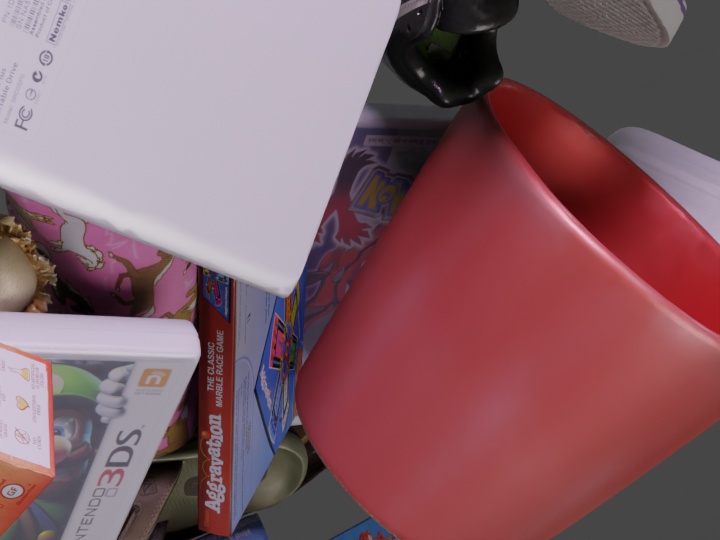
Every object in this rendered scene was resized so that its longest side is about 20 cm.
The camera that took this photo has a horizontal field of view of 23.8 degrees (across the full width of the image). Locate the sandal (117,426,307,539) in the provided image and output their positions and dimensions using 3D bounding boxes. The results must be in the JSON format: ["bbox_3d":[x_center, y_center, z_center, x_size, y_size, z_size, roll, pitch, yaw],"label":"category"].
[{"bbox_3d":[-0.112,0.122,0.835,0.200,0.057,0.080,-13,143,-23],"label":"sandal"}]

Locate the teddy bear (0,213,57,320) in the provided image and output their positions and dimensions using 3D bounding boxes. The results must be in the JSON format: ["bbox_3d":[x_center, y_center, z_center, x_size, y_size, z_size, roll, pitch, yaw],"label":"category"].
[{"bbox_3d":[-0.210,0.030,0.683,0.144,0.067,0.200,9,133,-28],"label":"teddy bear"}]

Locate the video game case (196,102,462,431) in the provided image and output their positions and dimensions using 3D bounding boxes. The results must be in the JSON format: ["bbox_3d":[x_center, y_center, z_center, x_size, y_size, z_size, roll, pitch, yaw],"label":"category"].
[{"bbox_3d":[0.000,0.000,0.876,0.199,0.023,0.183,-2,122,-38],"label":"video game case"}]

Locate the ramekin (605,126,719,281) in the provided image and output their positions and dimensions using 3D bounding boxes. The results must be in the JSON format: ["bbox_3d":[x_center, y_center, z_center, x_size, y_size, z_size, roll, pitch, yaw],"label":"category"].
[{"bbox_3d":[0.152,0.014,0.988,0.201,0.097,0.201,-55,167,-20],"label":"ramekin"}]

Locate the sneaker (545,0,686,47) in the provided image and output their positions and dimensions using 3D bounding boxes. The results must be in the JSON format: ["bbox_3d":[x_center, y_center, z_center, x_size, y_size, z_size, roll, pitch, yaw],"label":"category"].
[{"bbox_3d":[0.134,-0.177,0.792,0.200,0.072,0.115,49,64,-78],"label":"sneaker"}]

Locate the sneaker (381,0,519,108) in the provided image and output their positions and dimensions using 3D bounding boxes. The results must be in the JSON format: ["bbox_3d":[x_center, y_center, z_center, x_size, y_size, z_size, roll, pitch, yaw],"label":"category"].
[{"bbox_3d":[0.038,-0.145,0.709,0.074,0.088,0.200,-25,148,-22],"label":"sneaker"}]

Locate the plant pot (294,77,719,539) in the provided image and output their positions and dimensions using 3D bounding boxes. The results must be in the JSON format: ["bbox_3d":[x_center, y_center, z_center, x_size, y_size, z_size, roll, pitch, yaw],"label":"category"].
[{"bbox_3d":[0.075,0.035,0.820,0.177,0.201,0.200,-48,150,19],"label":"plant pot"}]

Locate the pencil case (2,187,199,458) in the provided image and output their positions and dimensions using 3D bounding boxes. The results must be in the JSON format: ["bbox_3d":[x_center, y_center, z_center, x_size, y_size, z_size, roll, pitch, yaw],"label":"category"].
[{"bbox_3d":[-0.113,0.006,0.743,0.082,0.087,0.201,-13,142,-13],"label":"pencil case"}]

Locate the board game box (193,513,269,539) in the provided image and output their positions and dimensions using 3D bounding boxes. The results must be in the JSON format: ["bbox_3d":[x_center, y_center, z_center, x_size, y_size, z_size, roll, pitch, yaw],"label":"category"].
[{"bbox_3d":[-0.145,0.202,0.975,0.151,0.037,0.200,-22,169,-26],"label":"board game box"}]

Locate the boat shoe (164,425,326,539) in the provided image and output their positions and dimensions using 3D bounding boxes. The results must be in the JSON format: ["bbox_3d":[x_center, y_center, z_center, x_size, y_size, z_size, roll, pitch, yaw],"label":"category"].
[{"bbox_3d":[-0.049,0.098,0.970,0.199,0.070,0.070,-31,145,-13],"label":"boat shoe"}]

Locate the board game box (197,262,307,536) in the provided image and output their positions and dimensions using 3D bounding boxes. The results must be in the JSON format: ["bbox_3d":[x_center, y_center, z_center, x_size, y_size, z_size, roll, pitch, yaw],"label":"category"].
[{"bbox_3d":[-0.047,0.013,0.775,0.103,0.019,0.201,-59,158,-52],"label":"board game box"}]

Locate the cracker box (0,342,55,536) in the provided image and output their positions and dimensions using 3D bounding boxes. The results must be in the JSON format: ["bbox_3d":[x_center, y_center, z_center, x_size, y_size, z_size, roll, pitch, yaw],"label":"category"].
[{"bbox_3d":[-0.222,0.059,0.575,0.199,0.058,0.134,24,126,-31],"label":"cracker box"}]

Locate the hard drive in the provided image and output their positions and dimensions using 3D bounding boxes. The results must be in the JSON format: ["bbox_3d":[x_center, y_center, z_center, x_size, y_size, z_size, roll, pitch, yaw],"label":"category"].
[{"bbox_3d":[-0.081,-0.082,0.621,0.200,0.025,0.133,23,86,-41],"label":"hard drive"}]

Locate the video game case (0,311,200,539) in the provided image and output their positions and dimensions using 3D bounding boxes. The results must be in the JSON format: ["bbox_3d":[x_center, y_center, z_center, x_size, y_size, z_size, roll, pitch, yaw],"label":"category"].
[{"bbox_3d":[-0.183,0.083,0.684,0.199,0.023,0.182,4,134,-27],"label":"video game case"}]

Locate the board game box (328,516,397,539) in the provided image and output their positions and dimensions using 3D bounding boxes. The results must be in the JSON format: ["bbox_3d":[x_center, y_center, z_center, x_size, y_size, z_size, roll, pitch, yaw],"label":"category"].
[{"bbox_3d":[-0.058,0.206,0.951,0.196,0.056,0.200,-36,170,39],"label":"board game box"}]
